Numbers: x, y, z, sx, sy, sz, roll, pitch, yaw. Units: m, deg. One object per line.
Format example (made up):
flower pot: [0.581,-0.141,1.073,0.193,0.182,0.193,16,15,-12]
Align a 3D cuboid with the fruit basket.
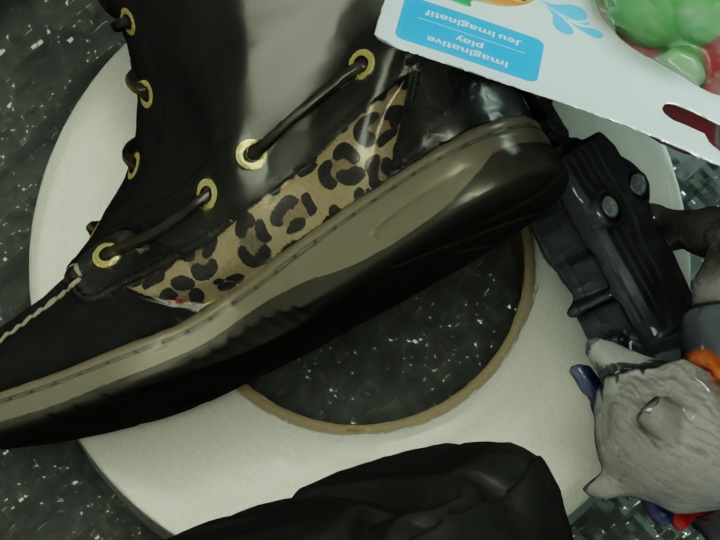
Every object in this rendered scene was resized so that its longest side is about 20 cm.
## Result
fruit basket: [0.105,-0.082,0.754,0.185,0.200,0.094,20,119,-3]

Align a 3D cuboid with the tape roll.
tape roll: [0.000,0.000,0.884,0.202,0.037,0.203,0,75,0]

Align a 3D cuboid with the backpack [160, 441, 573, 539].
backpack: [0.005,0.160,0.768,0.167,0.127,0.200,-16,94,-20]

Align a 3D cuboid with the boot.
boot: [-0.054,-0.045,0.812,0.200,0.073,0.151,-28,78,26]

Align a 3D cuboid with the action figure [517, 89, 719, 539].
action figure: [0.120,-0.006,0.823,0.193,0.105,0.200,-43,101,-36]
